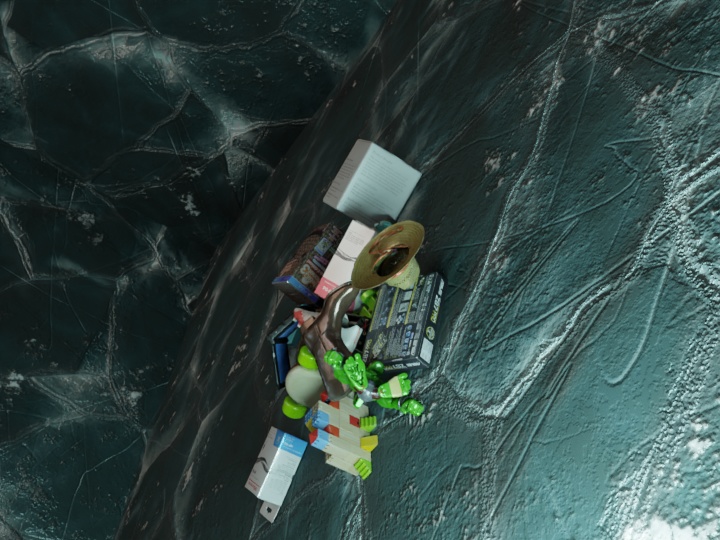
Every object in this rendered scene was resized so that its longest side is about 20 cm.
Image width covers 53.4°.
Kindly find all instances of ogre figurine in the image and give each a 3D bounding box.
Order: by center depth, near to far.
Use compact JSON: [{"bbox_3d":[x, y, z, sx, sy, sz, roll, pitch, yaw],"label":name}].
[{"bbox_3d":[0.016,0.215,1.361,0.120,0.199,0.099,132,149,-72],"label":"ogre figurine"}]

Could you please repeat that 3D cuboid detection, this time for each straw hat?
[{"bbox_3d":[0.077,-0.008,1.476,0.201,0.085,0.201,-32,27,19],"label":"straw hat"}]

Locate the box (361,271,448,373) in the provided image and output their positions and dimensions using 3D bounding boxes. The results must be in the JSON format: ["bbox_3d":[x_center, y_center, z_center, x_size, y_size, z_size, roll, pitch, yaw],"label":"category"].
[{"bbox_3d":[0.088,0.109,1.468,0.161,0.049,0.201,-14,49,40],"label":"box"}]

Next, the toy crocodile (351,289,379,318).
[{"bbox_3d":[0.021,0.109,1.679,0.068,0.062,0.200,54,125,30],"label":"toy crocodile"}]

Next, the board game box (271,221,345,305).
[{"bbox_3d":[-0.122,-0.016,1.905,0.200,0.097,0.159,-54,16,-16],"label":"board game box"}]

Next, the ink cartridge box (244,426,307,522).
[{"bbox_3d":[-0.213,0.489,1.727,0.116,0.068,0.201,-10,54,66],"label":"ink cartridge box"}]

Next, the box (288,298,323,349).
[{"bbox_3d":[-0.130,0.129,1.990,0.049,0.082,0.201,-14,50,62],"label":"box"}]

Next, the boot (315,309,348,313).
[{"bbox_3d":[-0.076,0.120,1.811,0.075,0.107,0.200,-31,28,9],"label":"boot"}]

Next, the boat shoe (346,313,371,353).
[{"bbox_3d":[0.008,0.140,1.588,0.201,0.063,0.074,8,51,47],"label":"boat shoe"}]

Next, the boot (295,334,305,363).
[{"bbox_3d":[-0.130,0.212,1.797,0.166,0.072,0.201,-113,22,-70],"label":"boot"}]

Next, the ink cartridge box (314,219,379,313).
[{"bbox_3d":[0.000,0.000,1.723,0.084,0.145,0.201,29,90,37],"label":"ink cartridge box"}]

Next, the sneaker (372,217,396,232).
[{"bbox_3d":[0.038,-0.058,1.870,0.200,0.077,0.091,-51,1,30],"label":"sneaker"}]

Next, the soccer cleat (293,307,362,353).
[{"bbox_3d":[-0.073,0.120,1.593,0.200,0.069,0.085,31,86,44],"label":"soccer cleat"}]

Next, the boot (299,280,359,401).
[{"bbox_3d":[-0.030,0.147,1.470,0.187,0.064,0.200,-48,48,22],"label":"boot"}]

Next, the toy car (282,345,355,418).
[{"bbox_3d":[-0.079,0.235,1.648,0.200,0.157,0.165,-67,-4,-68],"label":"toy car"}]

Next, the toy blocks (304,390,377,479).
[{"bbox_3d":[-0.050,0.319,1.452,0.100,0.136,0.200,-51,22,27],"label":"toy blocks"}]

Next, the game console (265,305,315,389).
[{"bbox_3d":[-0.158,0.185,1.764,0.176,0.116,0.200,-42,-5,-1],"label":"game console"}]

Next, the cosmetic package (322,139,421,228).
[{"bbox_3d":[0.029,-0.225,1.947,0.201,0.167,0.166,-59,19,3],"label":"cosmetic package"}]
